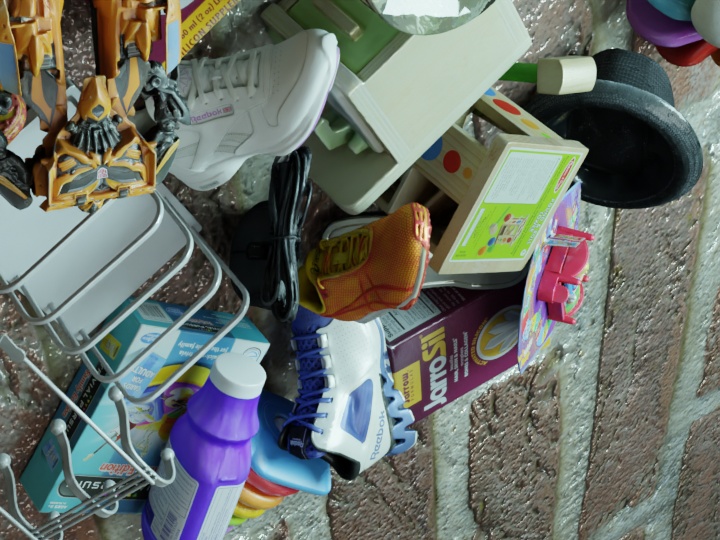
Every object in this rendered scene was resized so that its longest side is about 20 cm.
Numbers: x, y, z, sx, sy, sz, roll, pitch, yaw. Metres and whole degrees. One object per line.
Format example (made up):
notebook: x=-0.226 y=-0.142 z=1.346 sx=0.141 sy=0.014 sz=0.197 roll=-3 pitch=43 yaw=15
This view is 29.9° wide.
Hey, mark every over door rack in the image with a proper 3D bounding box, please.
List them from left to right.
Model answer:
over door rack: x=-0.263 y=0.132 z=1.073 sx=0.147 sy=0.067 sz=0.200 roll=-30 pitch=128 yaw=23

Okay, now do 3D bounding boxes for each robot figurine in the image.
robot figurine: x=-0.171 y=-0.122 z=0.830 sx=0.144 sy=0.058 sz=0.202 roll=-13 pitch=123 yaw=-24

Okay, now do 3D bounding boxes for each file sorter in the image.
file sorter: x=-0.193 y=-0.010 z=1.011 sx=0.139 sy=0.125 sz=0.200 roll=-42 pitch=142 yaw=-3

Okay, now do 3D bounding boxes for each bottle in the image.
bottle: x=-0.134 y=0.165 z=1.178 sx=0.065 sy=0.084 sz=0.201 roll=3 pitch=121 yaw=-34

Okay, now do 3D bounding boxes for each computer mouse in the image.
computer mouse: x=-0.078 y=-0.020 z=1.103 sx=0.052 sy=0.200 sz=0.140 roll=6 pitch=82 yaw=-8

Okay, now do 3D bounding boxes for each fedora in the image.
fedora: x=0.246 y=-0.144 z=1.294 sx=0.201 sy=0.199 sz=0.092 roll=55 pitch=50 yaw=-51

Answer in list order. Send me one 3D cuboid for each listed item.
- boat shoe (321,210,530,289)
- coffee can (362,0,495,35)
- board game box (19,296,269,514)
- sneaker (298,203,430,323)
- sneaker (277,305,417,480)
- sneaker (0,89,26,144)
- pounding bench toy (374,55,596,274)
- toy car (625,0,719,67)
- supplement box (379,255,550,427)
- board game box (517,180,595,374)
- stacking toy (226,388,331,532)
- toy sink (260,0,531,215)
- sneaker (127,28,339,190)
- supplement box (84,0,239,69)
boat shoe: x=0.059 y=-0.028 z=1.252 sx=0.198 sy=0.062 sz=0.076 roll=1 pitch=121 yaw=-10
coffee can: x=0.006 y=-0.268 z=0.899 sx=0.145 sy=0.200 sz=0.147 roll=-24 pitch=138 yaw=-24
board game box: x=-0.190 y=0.125 z=1.197 sx=0.150 sy=0.047 sz=0.201 roll=12 pitch=115 yaw=-47
sneaker: x=0.000 y=0.000 z=1.081 sx=0.076 sy=0.074 sz=0.200 roll=11 pitch=157 yaw=-20
sneaker: x=-0.028 y=0.108 z=1.218 sx=0.115 sy=0.080 sz=0.201 roll=-37 pitch=111 yaw=-37
sneaker: x=-0.312 y=-0.059 z=0.920 sx=0.199 sy=0.073 sz=0.077 roll=-37 pitch=163 yaw=-4
pounding bench toy: x=0.095 y=-0.125 z=1.139 sx=0.124 sy=0.156 sz=0.201 roll=-3 pitch=127 yaw=-49
toy car: x=0.324 y=-0.259 z=1.259 sx=0.149 sy=0.177 sz=0.199 roll=-19 pitch=153 yaw=29
supplement box: x=0.085 y=0.045 z=1.330 sx=0.199 sy=0.103 sz=0.132 roll=-28 pitch=139 yaw=-20
board game box: x=0.195 y=0.009 z=1.267 sx=0.200 sy=0.039 sz=0.160 roll=-36 pitch=136 yaw=-62
stacking toy: x=-0.134 y=0.210 z=1.300 sx=0.109 sy=0.117 sz=0.200 roll=24 pitch=121 yaw=-41
toy sink: x=0.008 y=-0.169 z=1.048 sx=0.200 sy=0.130 sz=0.112 roll=-44 pitch=142 yaw=0
sneaker: x=-0.098 y=-0.121 z=0.983 sx=0.099 sy=0.076 sz=0.199 roll=26 pitch=141 yaw=-35
supplement box: x=-0.161 y=-0.235 z=0.868 sx=0.110 sy=0.086 sz=0.200 roll=-45 pitch=142 yaw=0
